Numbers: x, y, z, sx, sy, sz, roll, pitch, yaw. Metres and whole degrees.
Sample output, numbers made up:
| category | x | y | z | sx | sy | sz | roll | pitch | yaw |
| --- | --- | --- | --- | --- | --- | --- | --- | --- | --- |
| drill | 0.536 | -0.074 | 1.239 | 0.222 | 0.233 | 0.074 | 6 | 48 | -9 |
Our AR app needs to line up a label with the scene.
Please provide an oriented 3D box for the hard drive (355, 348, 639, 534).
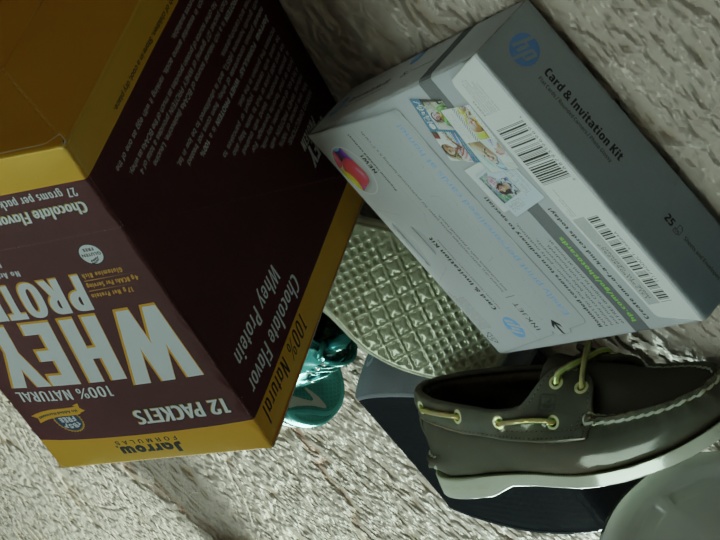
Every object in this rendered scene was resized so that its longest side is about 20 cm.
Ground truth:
| category | x | y | z | sx | sy | sz | roll | pitch | yaw |
| --- | --- | --- | --- | --- | --- | --- | --- | --- | --- |
| hard drive | 0.077 | 0.099 | 1.184 | 0.135 | 0.042 | 0.200 | 50 | 159 | -16 |

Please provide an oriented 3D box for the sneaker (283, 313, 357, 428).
| category | x | y | z | sx | sy | sz | roll | pitch | yaw |
| --- | --- | --- | --- | --- | --- | --- | --- | --- | --- |
| sneaker | -0.037 | 0.043 | 1.253 | 0.079 | 0.078 | 0.200 | 23 | 153 | 24 |

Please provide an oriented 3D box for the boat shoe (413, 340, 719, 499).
| category | x | y | z | sx | sy | sz | roll | pitch | yaw |
| --- | --- | --- | --- | --- | --- | --- | --- | --- | --- |
| boat shoe | 0.105 | 0.071 | 1.013 | 0.201 | 0.072 | 0.061 | -15 | 104 | 46 |

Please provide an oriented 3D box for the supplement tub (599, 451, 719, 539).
| category | x | y | z | sx | sy | sz | roll | pitch | yaw |
| --- | --- | --- | --- | --- | --- | --- | --- | --- | --- |
| supplement tub | 0.192 | 0.193 | 1.041 | 0.122 | 0.123 | 0.200 | 30 | 156 | 32 |

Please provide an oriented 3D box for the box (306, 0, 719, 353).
| category | x | y | z | sx | sy | sz | roll | pitch | yaw |
| --- | --- | --- | --- | --- | --- | --- | --- | --- | --- |
| box | 0.072 | -0.035 | 0.940 | 0.156 | 0.041 | 0.200 | 48 | 158 | -10 |

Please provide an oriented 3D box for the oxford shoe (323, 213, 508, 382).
| category | x | y | z | sx | sy | sz | roll | pitch | yaw |
| --- | --- | --- | --- | --- | --- | --- | --- | --- | --- |
| oxford shoe | 0.000 | 0.000 | 1.124 | 0.199 | 0.076 | 0.058 | 25 | -166 | 21 |

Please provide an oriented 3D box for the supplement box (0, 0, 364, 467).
| category | x | y | z | sx | sy | sz | roll | pitch | yaw |
| --- | --- | --- | --- | --- | --- | --- | --- | --- | --- |
| supplement box | -0.113 | -0.045 | 0.988 | 0.132 | 0.198 | 0.200 | -8 | 132 | 29 |
